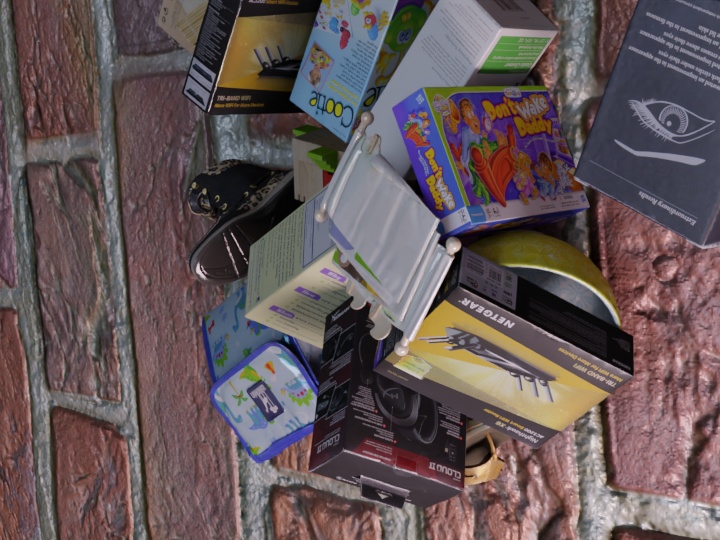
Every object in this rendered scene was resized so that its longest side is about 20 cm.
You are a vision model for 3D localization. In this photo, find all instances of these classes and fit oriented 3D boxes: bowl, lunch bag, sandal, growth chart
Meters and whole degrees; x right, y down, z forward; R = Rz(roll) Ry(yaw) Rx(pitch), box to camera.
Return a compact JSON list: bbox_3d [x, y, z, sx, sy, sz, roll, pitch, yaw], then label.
[{"bbox_3d":[0.161,0.025,1.154,0.200,0.199,0.108,-37,30,40],"label":"bowl"},{"bbox_3d":[-0.099,0.112,1.397,0.170,0.126,0.202,-37,60,41],"label":"lunch bag"},{"bbox_3d":[0.120,0.215,1.257,0.201,0.080,0.054,-54,50,41],"label":"sandal"},{"bbox_3d":[0.018,-0.032,1.079,0.201,0.018,0.145,56,128,34],"label":"growth chart"}]

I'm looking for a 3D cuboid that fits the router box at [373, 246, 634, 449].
[{"bbox_3d":[0.135,0.079,1.099,0.157,0.198,0.053,-48,22,44],"label":"router box"}]

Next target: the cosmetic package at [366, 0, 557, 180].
[{"bbox_3d":[0.099,-0.196,1.194,0.085,0.107,0.201,50,128,24],"label":"cosmetic package"}]

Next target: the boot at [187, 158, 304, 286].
[{"bbox_3d":[-0.162,-0.067,1.420,0.150,0.200,0.074,19,146,45],"label":"boot"}]

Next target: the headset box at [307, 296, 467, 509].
[{"bbox_3d":[0.033,0.144,1.193,0.077,0.148,0.202,-38,39,49],"label":"headset box"}]

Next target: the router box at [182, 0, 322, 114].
[{"bbox_3d":[-0.090,-0.258,1.288,0.052,0.199,0.159,39,122,31],"label":"router box"}]

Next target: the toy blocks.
[{"bbox_3d":[-0.008,-0.079,1.335,0.199,0.099,0.138,20,121,40],"label":"toy blocks"}]

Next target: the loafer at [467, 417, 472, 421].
[{"bbox_3d":[0.041,0.148,1.327,0.199,0.069,0.071,21,111,39],"label":"loafer"}]

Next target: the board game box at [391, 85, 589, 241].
[{"bbox_3d":[0.130,-0.108,1.114,0.045,0.199,0.136,-27,79,42],"label":"board game box"}]

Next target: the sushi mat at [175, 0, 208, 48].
[{"bbox_3d":[-0.120,-0.325,1.359,0.199,0.012,0.096,-39,61,-3],"label":"sushi mat"}]

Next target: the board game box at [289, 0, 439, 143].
[{"bbox_3d":[0.018,-0.255,1.263,0.105,0.102,0.202,39,121,32],"label":"board game box"}]

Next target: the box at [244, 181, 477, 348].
[{"bbox_3d":[0.000,0.000,1.256,0.199,0.175,0.098,-34,42,41],"label":"box"}]

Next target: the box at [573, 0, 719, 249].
[{"bbox_3d":[0.300,-0.143,1.014,0.148,0.104,0.202,35,120,34],"label":"box"}]

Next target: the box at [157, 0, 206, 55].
[{"bbox_3d":[-0.155,-0.291,1.428,0.200,0.094,0.078,44,124,31],"label":"box"}]
